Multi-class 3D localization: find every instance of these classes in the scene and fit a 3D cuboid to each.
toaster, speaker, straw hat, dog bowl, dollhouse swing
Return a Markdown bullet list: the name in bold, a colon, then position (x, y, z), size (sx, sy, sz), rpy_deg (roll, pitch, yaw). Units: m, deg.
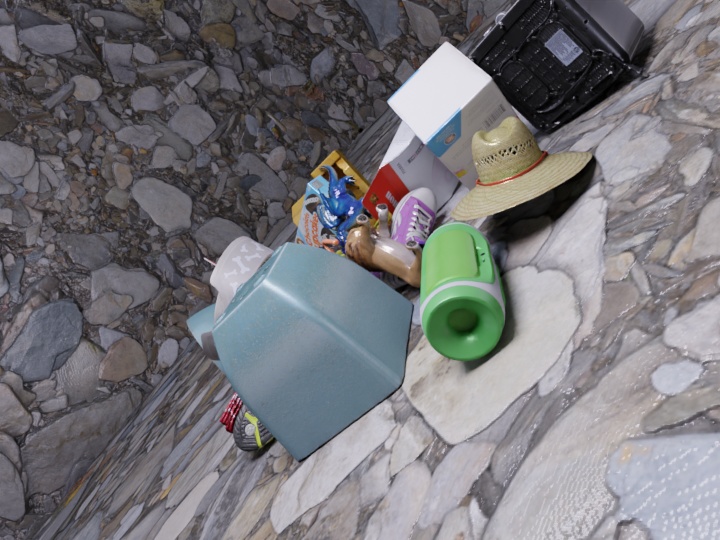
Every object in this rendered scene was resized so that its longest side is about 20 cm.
- **toaster**: position (0.286, -0.317, 0.887), size (0.119, 0.200, 0.181), rpy_deg (-52, 6, -33)
- **speaker**: position (0.109, 0.014, 0.677), size (0.088, 0.088, 0.200), rpy_deg (-42, 14, 22)
- **straw hat**: position (0.181, -0.142, 0.763), size (0.201, 0.085, 0.201), rpy_deg (-26, 12, 6)
- **dog bowl**: position (-0.177, 0.050, 0.966), size (0.200, 0.058, 0.201), rpy_deg (13, -90, -80)
- **dollhouse swing**: position (-0.039, -0.102, 1.201), size (0.176, 0.200, 0.182), rpy_deg (-42, 7, 9)

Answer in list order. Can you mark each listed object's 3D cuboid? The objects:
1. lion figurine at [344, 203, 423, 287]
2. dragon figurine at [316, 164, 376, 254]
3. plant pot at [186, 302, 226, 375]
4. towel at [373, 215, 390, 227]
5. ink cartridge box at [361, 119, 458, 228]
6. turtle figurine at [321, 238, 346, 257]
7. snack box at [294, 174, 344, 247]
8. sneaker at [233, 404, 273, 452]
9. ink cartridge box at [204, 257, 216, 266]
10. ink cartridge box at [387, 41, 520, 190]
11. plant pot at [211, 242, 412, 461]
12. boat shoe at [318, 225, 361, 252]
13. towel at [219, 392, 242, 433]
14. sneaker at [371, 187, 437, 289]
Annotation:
- **lion figurine**: position (0.054, -0.019, 0.866), size (0.072, 0.200, 0.123), rpy_deg (-36, -36, -29)
- **dragon figurine**: position (-0.042, -0.111, 1.048), size (0.099, 0.200, 0.059), rpy_deg (-28, -23, -23)
- **plant pot**: position (-0.205, 0.124, 1.147), size (0.135, 0.200, 0.200), rpy_deg (-41, 12, -8)
- **towel**: position (0.000, 0.000, 1.041), size (0.086, 0.018, 0.200), rpy_deg (-57, -9, -53)
- **ink cartridge box**: position (0.098, -0.154, 1.063), size (0.057, 0.163, 0.200), rpy_deg (7, 64, 38)
- **turtle figurine**: position (-0.039, 0.031, 0.927), size (0.200, 0.161, 0.065), rpy_deg (-37, 28, 51)
- **snack box**: position (-0.063, -0.078, 1.181), size (0.037, 0.116, 0.200), rpy_deg (-41, -15, -31)
- **sneaker**: position (-0.126, 0.199, 0.970), size (0.200, 0.075, 0.076), rpy_deg (-56, -15, -24)
- **ink cartridge box**: position (-0.181, 0.026, 1.194), size (0.045, 0.176, 0.200), rpy_deg (-58, -23, -4)
- **ink cartridge box**: position (0.164, -0.224, 0.960), size (0.129, 0.200, 0.125), rpy_deg (-43, 51, 12)
- **plant pot**: position (-0.073, 0.081, 0.812), size (0.196, 0.200, 0.196), rpy_deg (-41, 15, 25)
- **boat shoe**: position (-0.061, -0.011, 1.064), size (0.200, 0.065, 0.073), rpy_deg (-48, 12, -10)
- **towel**: position (-0.161, 0.179, 1.020), size (0.200, 0.022, 0.145), rpy_deg (-62, -11, -18)
- **sneaker**: position (0.092, -0.053, 0.984), size (0.114, 0.073, 0.201), rpy_deg (-13, 47, 62)
